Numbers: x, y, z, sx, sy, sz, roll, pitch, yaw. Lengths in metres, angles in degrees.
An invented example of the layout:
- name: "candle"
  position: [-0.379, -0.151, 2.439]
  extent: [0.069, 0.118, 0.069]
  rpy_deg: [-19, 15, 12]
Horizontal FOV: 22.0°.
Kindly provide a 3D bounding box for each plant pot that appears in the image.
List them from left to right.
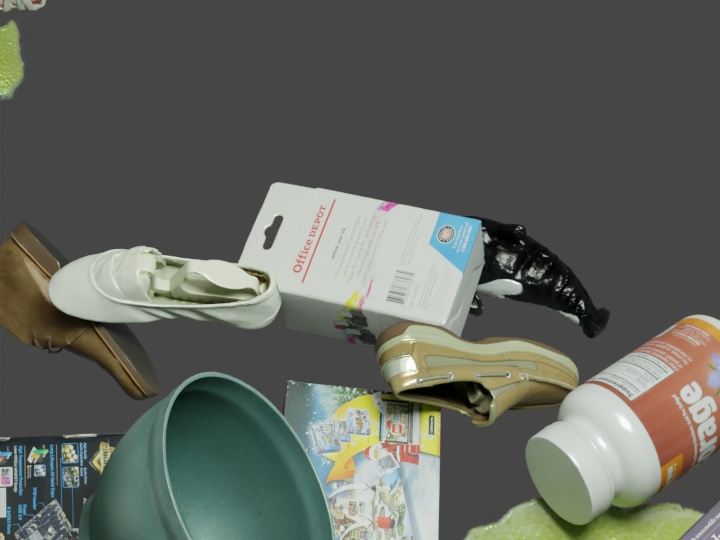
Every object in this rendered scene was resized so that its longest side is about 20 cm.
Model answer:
- name: "plant pot"
  position: [-0.131, 0.198, 1.425]
  extent: [0.200, 0.134, 0.201]
  rpy_deg: [40, 34, -34]

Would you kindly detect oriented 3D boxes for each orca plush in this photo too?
- name: "orca plush"
  position: [0.138, -0.006, 1.687]
  extent: [0.200, 0.071, 0.105]
  rpy_deg: [38, 58, 19]

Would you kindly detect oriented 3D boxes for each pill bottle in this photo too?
- name: "pill bottle"
  position: [0.241, 0.130, 1.578]
  extent: [0.199, 0.113, 0.112]
  rpy_deg: [-30, 63, -25]

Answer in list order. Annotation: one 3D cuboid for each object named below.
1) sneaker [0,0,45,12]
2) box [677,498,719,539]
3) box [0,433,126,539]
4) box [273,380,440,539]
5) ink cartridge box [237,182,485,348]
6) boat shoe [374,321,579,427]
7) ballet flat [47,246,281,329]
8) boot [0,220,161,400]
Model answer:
- name: "sneaker"
  position: [-0.373, -0.282, 1.816]
  extent: [0.104, 0.076, 0.200]
  rpy_deg: [28, 51, 19]
- name: "box"
  position: [0.285, 0.291, 1.490]
  extent: [0.141, 0.079, 0.200]
  rpy_deg: [42, 59, 18]
- name: "box"
  position: [-0.257, 0.227, 1.480]
  extent: [0.157, 0.046, 0.201]
  rpy_deg: [-2, 55, -9]
- name: "box"
  position: [-0.003, 0.192, 1.546]
  extent: [0.135, 0.038, 0.201]
  rpy_deg: [6, 54, -3]
- name: "ink cartridge box"
  position: [0.000, 0.000, 1.649]
  extent: [0.198, 0.068, 0.116]
  rpy_deg: [12, 58, 16]
- name: "boat shoe"
  position: [0.104, 0.102, 1.584]
  extent: [0.198, 0.072, 0.077]
  rpy_deg: [9, 47, -25]
- name: "ballet flat"
  position: [-0.162, 0.008, 1.567]
  extent: [0.198, 0.070, 0.070]
  rpy_deg: [6, 53, -11]
- name: "boot"
  position: [-0.252, 0.052, 1.611]
  extent: [0.075, 0.074, 0.200]
  rpy_deg: [-45, 72, 0]
